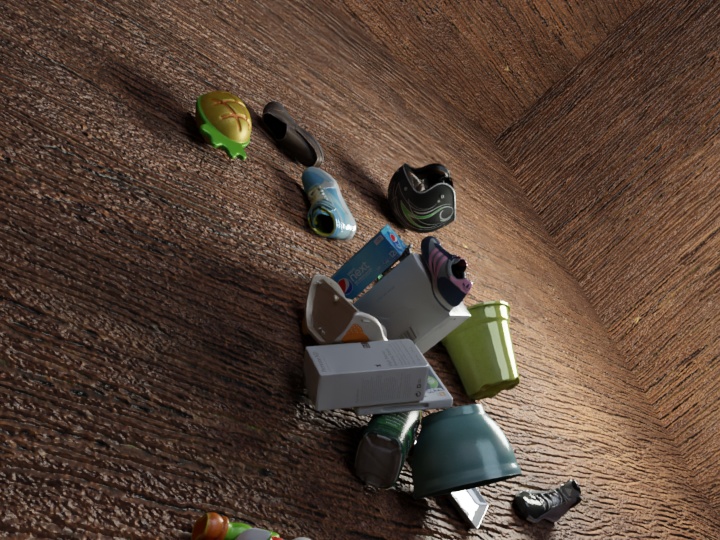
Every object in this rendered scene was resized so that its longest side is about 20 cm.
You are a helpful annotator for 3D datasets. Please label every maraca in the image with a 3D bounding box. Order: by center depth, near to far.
[{"bbox_3d":[-0.286,-0.301,1.684,0.136,0.107,0.202,28,30,-28],"label":"maraca"}]

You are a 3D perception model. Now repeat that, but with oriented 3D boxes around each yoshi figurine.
[{"bbox_3d":[-0.121,0.375,1.018,0.197,0.115,0.111,21,-8,-25],"label":"yoshi figurine"}]

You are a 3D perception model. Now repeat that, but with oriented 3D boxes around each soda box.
[{"bbox_3d":[0.000,0.000,1.641,0.064,0.199,0.068,47,22,-3],"label":"soda box"}]

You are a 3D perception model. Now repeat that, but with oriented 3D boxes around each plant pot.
[{"bbox_3d":[0.177,0.319,1.449,0.199,0.198,0.137,16,56,-53],"label":"plant pot"},{"bbox_3d":[0.294,0.201,1.940,0.199,0.198,0.188,16,50,-53],"label":"plant pot"}]

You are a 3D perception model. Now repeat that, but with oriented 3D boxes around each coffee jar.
[{"bbox_3d":[0.053,0.287,1.425,0.083,0.107,0.200,16,21,10],"label":"coffee jar"}]

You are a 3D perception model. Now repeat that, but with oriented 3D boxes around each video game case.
[{"bbox_3d":[0.050,0.194,1.472,0.177,0.024,0.200,-1,24,-17],"label":"video game case"}]

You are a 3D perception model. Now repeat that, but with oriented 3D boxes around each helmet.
[{"bbox_3d":[0.171,-0.207,2.298,0.200,0.186,0.205,-6,90,-88],"label":"helmet"}]

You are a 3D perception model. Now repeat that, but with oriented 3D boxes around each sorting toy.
[{"bbox_3d":[0.001,0.110,1.509,0.177,0.109,0.200,20,10,-31],"label":"sorting toy"}]

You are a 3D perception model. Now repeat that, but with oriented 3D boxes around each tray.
[{"bbox_3d":[0.173,0.405,1.582,0.201,0.022,0.107,53,22,5],"label":"tray"}]

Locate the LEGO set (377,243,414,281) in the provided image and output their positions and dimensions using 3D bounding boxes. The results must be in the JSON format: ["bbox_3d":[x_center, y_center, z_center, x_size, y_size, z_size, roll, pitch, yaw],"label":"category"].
[{"bbox_3d":[0.125,0.032,1.937,0.153,0.115,0.202,38,26,-27],"label":"LEGO set"}]

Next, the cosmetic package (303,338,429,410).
[{"bbox_3d":[0.007,0.176,1.385,0.195,0.076,0.102,-2,24,-19],"label":"cosmetic package"}]

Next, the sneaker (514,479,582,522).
[{"bbox_3d":[0.426,0.499,1.793,0.198,0.115,0.076,21,35,-50],"label":"sneaker"}]

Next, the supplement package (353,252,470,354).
[{"bbox_3d":[0.100,0.089,1.694,0.110,0.199,0.158,3,50,-59],"label":"supplement package"}]

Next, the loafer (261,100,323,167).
[{"bbox_3d":[-0.176,-0.324,1.994,0.200,0.073,0.071,44,33,-3],"label":"loafer"}]

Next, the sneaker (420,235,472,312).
[{"bbox_3d":[0.177,-0.010,1.622,0.070,0.082,0.202,30,30,-35],"label":"sneaker"}]

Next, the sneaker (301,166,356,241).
[{"bbox_3d":[-0.094,-0.160,1.871,0.202,0.079,0.130,55,22,13],"label":"sneaker"}]
